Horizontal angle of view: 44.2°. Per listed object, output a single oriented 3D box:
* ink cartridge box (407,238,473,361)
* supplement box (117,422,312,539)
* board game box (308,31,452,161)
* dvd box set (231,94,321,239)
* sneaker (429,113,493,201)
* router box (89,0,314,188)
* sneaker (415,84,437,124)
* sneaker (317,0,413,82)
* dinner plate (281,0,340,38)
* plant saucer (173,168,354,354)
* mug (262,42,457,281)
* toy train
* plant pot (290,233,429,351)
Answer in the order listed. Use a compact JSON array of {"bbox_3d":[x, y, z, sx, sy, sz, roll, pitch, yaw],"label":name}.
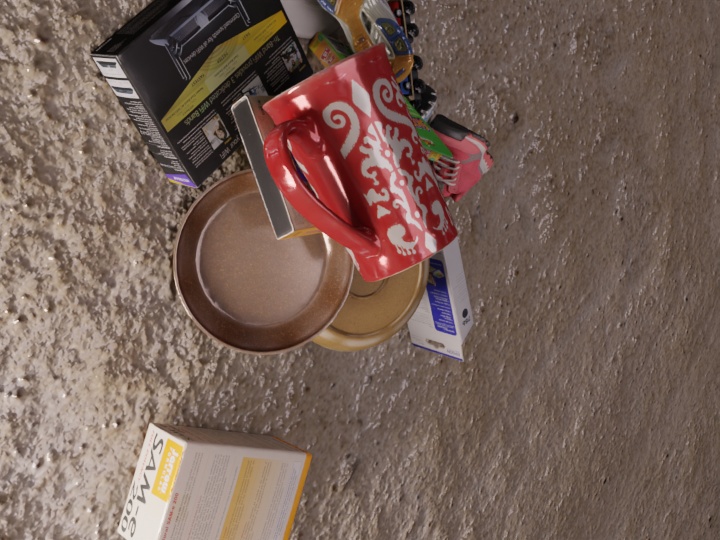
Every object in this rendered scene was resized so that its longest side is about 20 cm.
[{"bbox_3d":[0.097,0.022,1.201,0.039,0.099,0.202,-35,125,-36],"label":"ink cartridge box"},{"bbox_3d":[-0.160,0.251,1.006,0.199,0.073,0.128,20,86,-48],"label":"supplement box"},{"bbox_3d":[0.023,-0.193,1.002,0.095,0.201,0.030,12,123,-48],"label":"board game box"},{"bbox_3d":[-0.038,-0.116,0.952,0.199,0.029,0.148,-14,82,-51],"label":"dvd box set"},{"bbox_3d":[0.127,-0.139,1.178,0.087,0.073,0.200,-59,160,1],"label":"sneaker"},{"bbox_3d":[-0.152,-0.210,0.903,0.200,0.052,0.158,-49,132,-26],"label":"router box"},{"bbox_3d":[0.027,-0.143,1.106,0.200,0.075,0.087,-42,149,-22],"label":"sneaker"},{"bbox_3d":[-0.008,-0.303,0.998,0.074,0.088,0.202,-24,105,5],"label":"sneaker"},{"bbox_3d":[-0.051,-0.364,0.993,0.199,0.024,0.203,-15,111,-45],"label":"dinner plate"},{"bbox_3d":[-0.106,-0.011,0.971,0.197,0.037,0.204,-2,96,-16],"label":"plant saucer"},{"bbox_3d":[-0.010,-0.092,0.869,0.176,0.133,0.202,-31,101,-21],"label":"mug"},{"bbox_3d":[0.045,-0.297,1.075,0.045,0.034,0.203,-9,91,-33],"label":"toy train"},{"bbox_3d":[0.000,0.000,1.047,0.197,0.027,0.203,-5,102,-23],"label":"plant pot"}]
